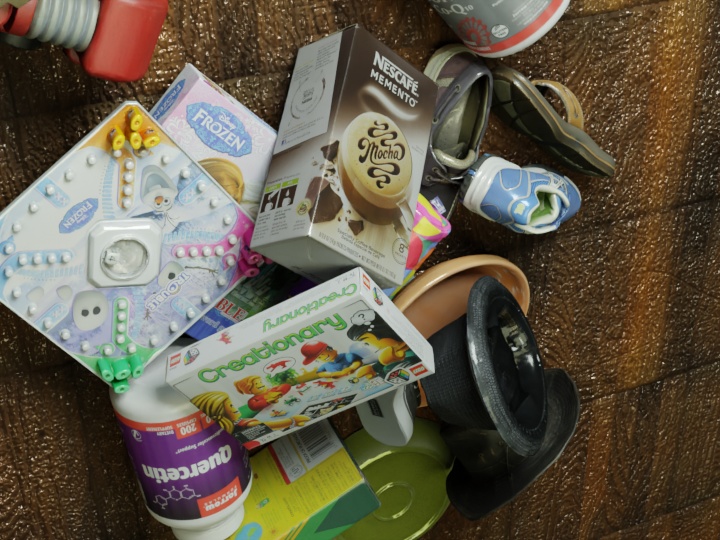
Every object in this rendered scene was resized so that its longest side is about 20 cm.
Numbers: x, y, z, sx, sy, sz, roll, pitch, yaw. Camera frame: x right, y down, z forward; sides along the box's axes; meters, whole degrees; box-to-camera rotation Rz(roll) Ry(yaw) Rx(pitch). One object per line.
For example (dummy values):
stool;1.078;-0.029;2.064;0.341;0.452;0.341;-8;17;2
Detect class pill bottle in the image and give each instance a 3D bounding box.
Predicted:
pill bottle;0.085;-0.284;0.936;0.116;0.116;0.200;-46;127;6
pill bottle;-0.170;0.172;1.086;0.112;0.112;0.200;-19;124;-15

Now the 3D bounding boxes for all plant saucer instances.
plant saucer;0.033;0.262;1.292;0.200;0.031;0.200;-12;124;-19
plant saucer;0.087;0.060;1.166;0.200;0.037;0.200;-21;137;-21

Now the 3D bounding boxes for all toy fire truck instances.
toy fire truck;-0.215;-0.198;0.789;0.176;0.200;0.129;12;113;-31

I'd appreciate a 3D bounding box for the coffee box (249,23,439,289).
coffee box;-0.010;-0.093;0.958;0.113;0.080;0.200;28;64;-38

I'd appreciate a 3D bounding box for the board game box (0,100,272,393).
board game box;-0.199;-0.010;0.940;0.200;0.026;0.200;-41;126;2

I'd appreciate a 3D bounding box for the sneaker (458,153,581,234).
sneaker;0.175;-0.063;1.111;0.200;0.077;0.076;-1;122;-54

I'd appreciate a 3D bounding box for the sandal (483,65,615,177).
sandal;0.193;-0.153;1.094;0.200;0.082;0.055;29;85;-36

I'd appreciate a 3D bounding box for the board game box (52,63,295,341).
board game box;-0.137;-0.047;0.990;0.200;0.041;0.200;34;100;-36

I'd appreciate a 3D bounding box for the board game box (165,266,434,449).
board game box;-0.052;0.081;0.964;0.200;0.035;0.126;-25;132;20

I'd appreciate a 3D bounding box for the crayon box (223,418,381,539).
crayon box;-0.092;0.250;1.164;0.200;0.127;0.051;-33;127;-3

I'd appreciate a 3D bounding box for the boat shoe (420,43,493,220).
boat shoe;0.081;-0.115;1.067;0.072;0.065;0.200;0;119;-27

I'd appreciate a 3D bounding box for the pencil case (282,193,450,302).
pencil case;0.000;0.000;1.051;0.088;0.088;0.200;29;109;-36

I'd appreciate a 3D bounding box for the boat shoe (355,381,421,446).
boat shoe;0.027;0.097;1.077;0.066;0.070;0.200;-63;152;-31

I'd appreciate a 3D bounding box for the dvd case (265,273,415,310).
dvd case;-0.017;0.032;1.136;0.146;0.022;0.200;-41;127;2

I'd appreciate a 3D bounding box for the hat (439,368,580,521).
hat;0.142;0.171;1.211;0.081;0.201;0.201;37;99;-18

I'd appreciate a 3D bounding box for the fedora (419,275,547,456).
fedora;0.115;0.102;1.097;0.091;0.201;0.201;-18;131;23
